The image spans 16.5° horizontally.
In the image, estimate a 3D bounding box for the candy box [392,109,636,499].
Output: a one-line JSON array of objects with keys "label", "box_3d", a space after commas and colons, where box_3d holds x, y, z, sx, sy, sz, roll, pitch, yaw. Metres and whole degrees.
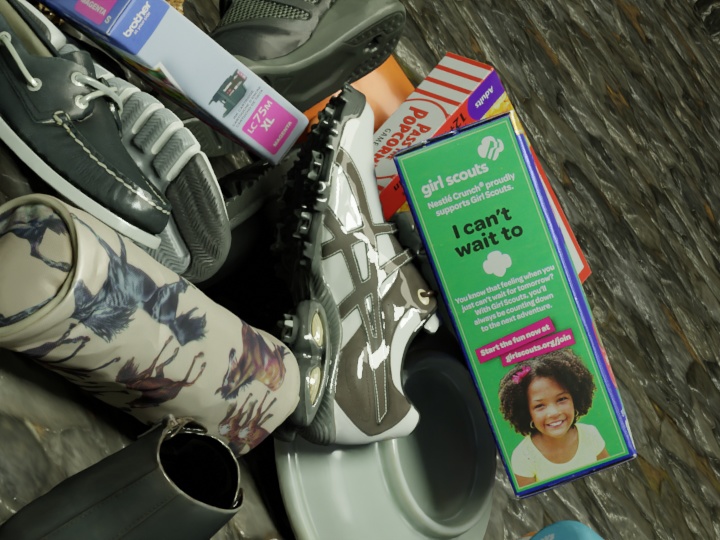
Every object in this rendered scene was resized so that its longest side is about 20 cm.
[{"label": "candy box", "box_3d": [0.087, 0.015, 1.400, 0.169, 0.077, 0.200, -37, 105, -85]}]

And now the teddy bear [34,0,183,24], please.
[{"label": "teddy bear", "box_3d": [-0.186, -0.206, 1.512, 0.145, 0.067, 0.200, 57, 23, 17]}]

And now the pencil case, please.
[{"label": "pencil case", "box_3d": [-0.118, 0.031, 1.231, 0.200, 0.089, 0.078, 35, 60, -50]}]

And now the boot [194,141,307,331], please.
[{"label": "boot", "box_3d": [-0.048, 0.020, 1.444, 0.211, 0.079, 0.158, -33, 103, -60]}]

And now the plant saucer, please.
[{"label": "plant saucer", "box_3d": [0.030, 0.101, 1.420, 0.200, 0.050, 0.201, 20, 65, -51]}]

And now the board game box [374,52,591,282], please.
[{"label": "board game box", "box_3d": [0.060, -0.018, 1.627, 0.046, 0.152, 0.200, 23, -27, 42]}]

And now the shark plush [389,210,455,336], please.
[{"label": "shark plush", "box_3d": [0.049, 0.061, 1.567, 0.083, 0.200, 0.091, 0, 18, -26]}]

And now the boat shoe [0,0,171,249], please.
[{"label": "boat shoe", "box_3d": [-0.158, -0.088, 1.248, 0.200, 0.060, 0.076, 41, 3, 21]}]

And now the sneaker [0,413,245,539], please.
[{"label": "sneaker", "box_3d": [-0.085, 0.108, 1.130, 0.075, 0.106, 0.200, 58, 17, 3]}]

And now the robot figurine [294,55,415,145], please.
[{"label": "robot figurine", "box_3d": [-0.004, -0.080, 1.685, 0.200, 0.117, 0.144, 55, -19, -5]}]

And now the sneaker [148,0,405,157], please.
[{"label": "sneaker", "box_3d": [-0.077, -0.146, 1.585, 0.114, 0.199, 0.076, 40, -33, 26]}]

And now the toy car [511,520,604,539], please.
[{"label": "toy car", "box_3d": [0.104, 0.226, 1.438, 0.184, 0.177, 0.200, 38, -4, -30]}]

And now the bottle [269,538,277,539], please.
[{"label": "bottle", "box_3d": [-0.005, 0.226, 1.214, 0.200, 0.065, 0.084, 56, 16, -4]}]

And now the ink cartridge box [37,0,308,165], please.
[{"label": "ink cartridge box", "box_3d": [-0.126, -0.135, 1.374, 0.119, 0.042, 0.200, 33, -5, 39]}]

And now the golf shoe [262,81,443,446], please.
[{"label": "golf shoe", "box_3d": [0.000, 0.000, 1.356, 0.078, 0.094, 0.201, 148, -49, -71]}]

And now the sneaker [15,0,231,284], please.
[{"label": "sneaker", "box_3d": [-0.131, -0.074, 1.357, 0.200, 0.075, 0.115, 47, 10, 10]}]
